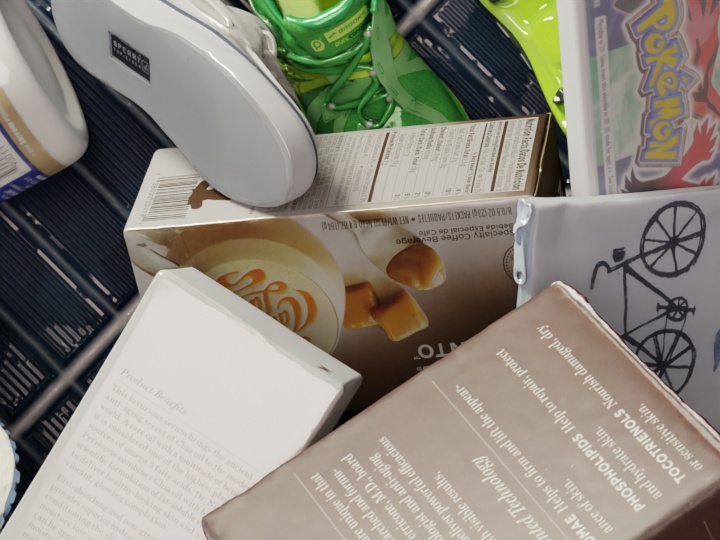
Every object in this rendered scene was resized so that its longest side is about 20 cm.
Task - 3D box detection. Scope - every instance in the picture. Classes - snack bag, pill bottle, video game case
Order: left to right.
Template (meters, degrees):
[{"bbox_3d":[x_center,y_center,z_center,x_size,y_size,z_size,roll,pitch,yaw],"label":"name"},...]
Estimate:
[{"bbox_3d":[-0.245,-0.061,1.467,0.200,0.116,0.116,-28,90,6],"label":"pill bottle"},{"bbox_3d":[0.152,0.046,1.415,0.199,0.021,0.189,-6,114,-23],"label":"snack bag"},{"bbox_3d":[0.178,-0.090,1.393,0.182,0.023,0.201,-19,120,-21],"label":"video game case"}]

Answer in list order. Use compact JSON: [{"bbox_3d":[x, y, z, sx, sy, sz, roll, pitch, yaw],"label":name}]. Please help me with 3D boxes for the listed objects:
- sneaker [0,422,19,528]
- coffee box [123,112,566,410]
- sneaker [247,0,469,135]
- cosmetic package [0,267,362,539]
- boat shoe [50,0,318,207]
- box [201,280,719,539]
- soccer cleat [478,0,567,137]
[{"bbox_3d":[-0.219,0.077,1.409,0.085,0.200,0.077,19,119,-28],"label":"sneaker"},{"bbox_3d":[0.000,0.000,1.434,0.199,0.080,0.115,-4,122,13],"label":"coffee box"},{"bbox_3d":[-0.010,-0.106,1.458,0.074,0.084,0.200,-33,92,6],"label":"sneaker"},{"bbox_3d":[-0.095,0.109,1.365,0.101,0.071,0.200,33,96,6],"label":"cosmetic package"},{"bbox_3d":[-0.072,-0.101,1.430,0.200,0.065,0.074,43,141,36],"label":"boat shoe"},{"bbox_3d":[0.071,0.148,1.302,0.200,0.164,0.166,-34,130,-7],"label":"box"},{"bbox_3d":[0.103,-0.128,1.460,0.067,0.081,0.200,-33,68,23],"label":"soccer cleat"}]
